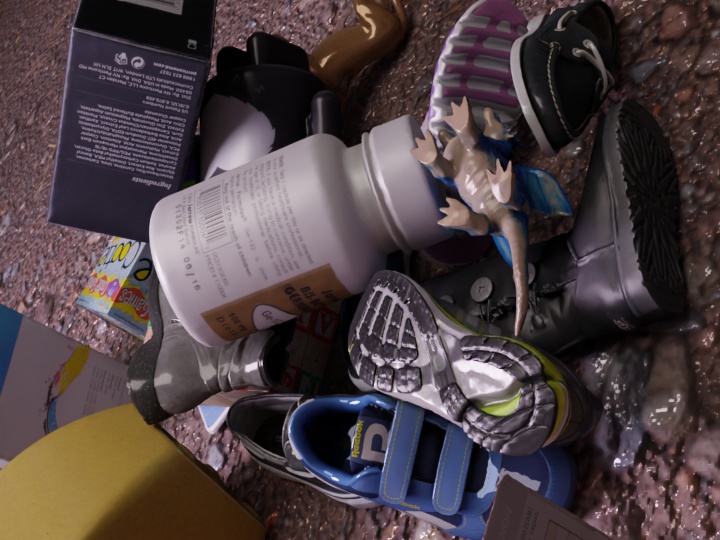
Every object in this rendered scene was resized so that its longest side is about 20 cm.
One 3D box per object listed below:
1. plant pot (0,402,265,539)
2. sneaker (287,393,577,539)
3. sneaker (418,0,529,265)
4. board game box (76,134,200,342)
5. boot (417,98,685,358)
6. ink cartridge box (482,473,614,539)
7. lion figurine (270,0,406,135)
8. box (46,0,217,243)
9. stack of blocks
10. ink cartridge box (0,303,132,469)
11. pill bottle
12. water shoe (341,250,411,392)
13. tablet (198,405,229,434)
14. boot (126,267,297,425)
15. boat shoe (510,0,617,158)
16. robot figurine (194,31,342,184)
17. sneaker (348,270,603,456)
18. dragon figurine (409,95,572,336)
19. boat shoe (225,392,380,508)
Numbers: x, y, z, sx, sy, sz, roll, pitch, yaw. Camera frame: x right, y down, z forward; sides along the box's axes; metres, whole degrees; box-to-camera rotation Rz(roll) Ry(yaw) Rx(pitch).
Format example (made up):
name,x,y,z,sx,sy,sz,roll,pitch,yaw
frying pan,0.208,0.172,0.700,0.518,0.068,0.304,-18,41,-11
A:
name,x,y,z,sx,sy,sz,roll,pitch,yaw
plant pot,-0.190,0.228,0.820,0.200,0.196,0.193,-47,32,-12
sneaker,0.038,0.122,0.660,0.197,0.082,0.075,4,69,30
sneaker,0.074,-0.110,0.810,0.088,0.079,0.204,-151,75,-70
board game box,-0.187,-0.025,1.067,0.102,0.104,0.203,9,69,57
boot,0.118,-0.009,0.715,0.199,0.065,0.167,-30,41,43
ink cartridge box,0.086,0.198,0.461,0.050,0.199,0.164,-5,59,50
lion figurine,-0.014,-0.215,1.032,0.200,0.072,0.123,-45,63,8
box,-0.203,-0.168,0.937,0.199,0.115,0.202,-95,20,-48
stack of blocks,-0.113,0.059,0.930,0.198,0.058,0.117,-5,65,43
ink cartridge box,-0.349,0.151,1.064,0.145,0.199,0.149,-24,47,40
pill bottle,-0.039,-0.031,0.737,0.197,0.115,0.116,-21,44,12
water shoe,0.000,0.000,0.838,0.071,0.078,0.203,-28,44,37
tablet,-0.099,0.045,0.990,0.201,0.014,0.130,-53,34,11
boot,-0.109,0.041,0.850,0.128,0.068,0.202,-17,34,11
boat shoe,0.147,-0.144,0.722,0.059,0.076,0.201,-18,28,24
robot figurine,-0.086,-0.107,0.937,0.150,0.122,0.205,132,136,-74
sneaker,0.065,0.061,0.649,0.199,0.080,0.075,33,100,47
dragon figurine,0.092,-0.043,0.656,0.059,0.099,0.202,-44,49,21
boat shoe,-0.033,0.131,0.783,0.198,0.071,0.073,-7,57,46
